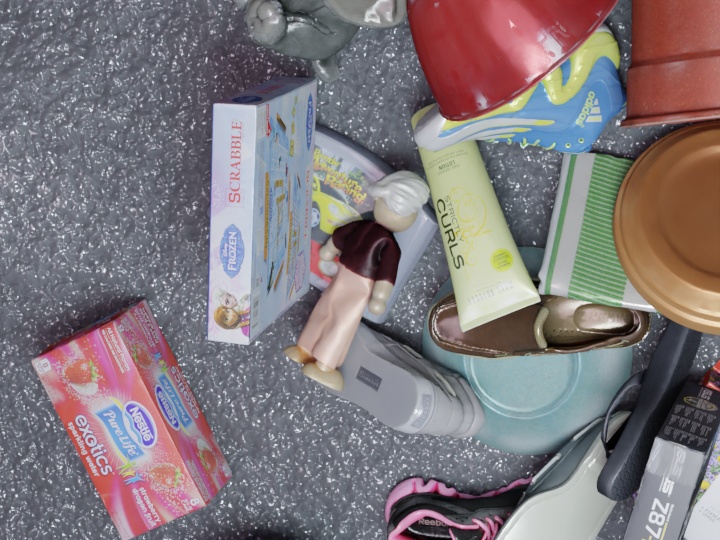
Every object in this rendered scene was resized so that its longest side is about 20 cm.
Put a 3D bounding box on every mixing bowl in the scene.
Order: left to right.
[{"bbox_3d":[0.111,-0.232,1.430,0.200,0.201,0.108,-36,110,18],"label":"mixing bowl"}]

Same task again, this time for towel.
[{"bbox_3d":[0.264,-0.028,1.510,0.198,0.023,0.154,10,62,10],"label":"towel"}]

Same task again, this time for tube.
[{"bbox_3d":[0.097,-0.052,1.534,0.058,0.052,0.202,-41,61,57],"label":"tube"}]

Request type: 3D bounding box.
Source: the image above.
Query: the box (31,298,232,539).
[{"bbox_3d":[-0.219,0.143,1.668,0.099,0.095,0.201,-24,96,16],"label":"box"}]

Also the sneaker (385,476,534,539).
[{"bbox_3d":[0.115,0.242,1.615,0.198,0.095,0.080,-3,100,12],"label":"sneaker"}]

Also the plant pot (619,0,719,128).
[{"bbox_3d":[0.305,-0.225,1.421,0.199,0.201,0.197,-5,94,14],"label":"plant pot"}]

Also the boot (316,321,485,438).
[{"bbox_3d":[0.031,0.102,1.597,0.095,0.200,0.074,18,103,-39],"label":"boot"}]

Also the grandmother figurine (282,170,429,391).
[{"bbox_3d":[0.000,0.000,1.552,0.121,0.060,0.201,38,104,42],"label":"grandmother figurine"}]

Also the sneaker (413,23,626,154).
[{"bbox_3d":[0.149,-0.132,1.509,0.199,0.076,0.106,-29,101,-2],"label":"sneaker"}]

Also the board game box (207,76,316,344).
[{"bbox_3d":[-0.084,-0.058,1.501,0.041,0.199,0.202,6,103,12],"label":"board game box"}]

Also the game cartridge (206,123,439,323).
[{"bbox_3d":[-0.032,-0.057,1.612,0.199,0.041,0.134,32,104,4],"label":"game cartridge"}]

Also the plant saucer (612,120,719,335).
[{"bbox_3d":[0.315,-0.043,1.473,0.198,0.038,0.202,-2,66,5],"label":"plant saucer"}]

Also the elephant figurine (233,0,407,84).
[{"bbox_3d":[-0.008,-0.270,1.498,0.199,0.155,0.143,-25,81,26],"label":"elephant figurine"}]

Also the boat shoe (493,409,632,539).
[{"bbox_3d":[0.188,0.207,1.571,0.073,0.062,0.200,45,84,-12],"label":"boat shoe"}]

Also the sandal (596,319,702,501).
[{"bbox_3d":[0.250,0.118,1.526,0.043,0.201,0.076,16,148,25],"label":"sandal"}]

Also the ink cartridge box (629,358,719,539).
[{"bbox_3d":[0.340,0.151,1.563,0.109,0.050,0.201,35,108,4],"label":"ink cartridge box"}]

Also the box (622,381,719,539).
[{"bbox_3d":[0.260,0.195,1.462,0.049,0.200,0.163,17,104,14],"label":"box"}]

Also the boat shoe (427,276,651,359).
[{"bbox_3d":[0.156,0.041,1.527,0.200,0.075,0.075,-6,94,9],"label":"boat shoe"}]

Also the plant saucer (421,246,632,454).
[{"bbox_3d":[0.151,0.080,1.597,0.199,0.039,0.203,3,104,13],"label":"plant saucer"}]
